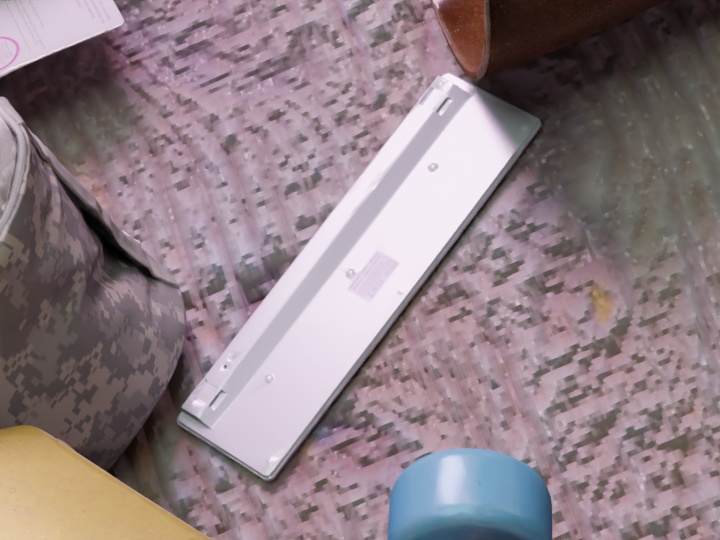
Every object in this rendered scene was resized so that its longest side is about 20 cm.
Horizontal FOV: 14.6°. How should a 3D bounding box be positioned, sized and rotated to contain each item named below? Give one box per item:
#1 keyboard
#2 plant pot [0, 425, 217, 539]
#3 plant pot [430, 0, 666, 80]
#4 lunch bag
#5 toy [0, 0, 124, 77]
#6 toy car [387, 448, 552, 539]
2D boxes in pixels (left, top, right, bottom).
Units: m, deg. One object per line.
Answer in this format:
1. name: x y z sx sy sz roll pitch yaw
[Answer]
1. keyboard: 0.000 0.000 1.220 0.056 0.011 0.200 31 75 25
2. plant pot: -0.136 0.179 1.065 0.195 0.194 0.200 28 64 29
3. plant pot: 0.123 -0.196 1.204 0.199 0.187 0.187 -14 57 -6
4. lunch bag: -0.170 0.023 1.153 0.168 0.200 0.139 -40 60 -2
5. toy: -0.212 -0.092 1.313 0.199 0.047 0.115 -23 44 -7
6. toy car: 0.094 0.192 1.019 0.199 0.177 0.185 11 47 -7
